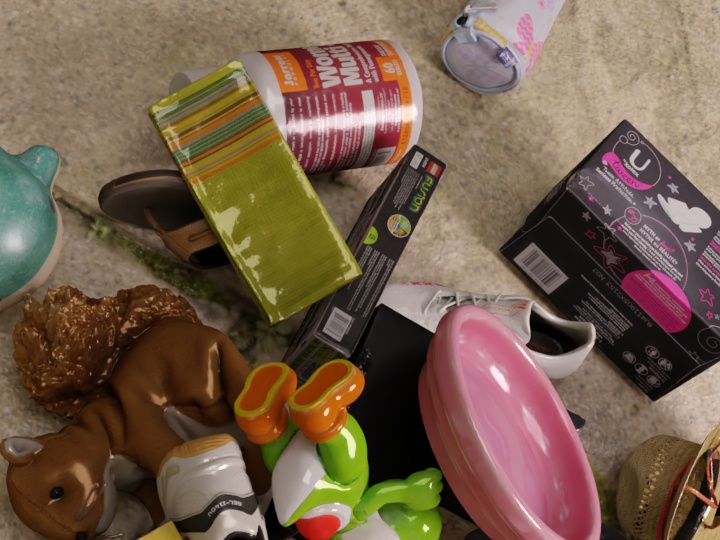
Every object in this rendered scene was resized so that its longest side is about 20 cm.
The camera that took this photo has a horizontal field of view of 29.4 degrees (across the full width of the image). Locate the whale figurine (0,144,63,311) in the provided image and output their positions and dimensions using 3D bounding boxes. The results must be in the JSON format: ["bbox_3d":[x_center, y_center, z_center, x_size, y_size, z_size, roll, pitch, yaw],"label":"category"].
[{"bbox_3d":[-0.306,-0.065,1.034,0.158,0.104,0.201,-22,65,-3],"label":"whale figurine"}]

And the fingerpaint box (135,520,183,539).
[{"bbox_3d":[-0.124,0.288,0.924,0.073,0.167,0.201,-26,78,-29],"label":"fingerpaint box"}]

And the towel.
[{"bbox_3d":[-0.083,-0.062,1.065,0.086,0.018,0.201,-30,80,0],"label":"towel"}]

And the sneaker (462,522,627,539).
[{"bbox_3d":[0.139,0.244,1.065,0.199,0.082,0.070,11,28,-42],"label":"sneaker"}]

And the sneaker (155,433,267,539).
[{"bbox_3d":[-0.102,0.202,0.951,0.075,0.201,0.088,-18,54,-14],"label":"sneaker"}]

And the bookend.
[{"bbox_3d":[0.049,0.167,1.090,0.199,0.092,0.200,29,62,-10],"label":"bookend"}]

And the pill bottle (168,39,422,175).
[{"bbox_3d":[-0.056,-0.134,1.169,0.198,0.110,0.110,-10,72,-26],"label":"pill bottle"}]

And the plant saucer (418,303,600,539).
[{"bbox_3d":[0.104,0.123,1.001,0.201,0.051,0.201,46,25,-29],"label":"plant saucer"}]

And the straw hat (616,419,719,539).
[{"bbox_3d":[0.266,0.189,1.168,0.085,0.202,0.201,19,51,34],"label":"straw hat"}]

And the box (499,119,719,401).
[{"bbox_3d":[0.249,-0.007,1.224,0.200,0.132,0.115,45,56,1],"label":"box"}]

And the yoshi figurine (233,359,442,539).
[{"bbox_3d":[-0.003,0.146,0.958,0.111,0.113,0.201,-25,116,-2],"label":"yoshi figurine"}]

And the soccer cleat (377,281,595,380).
[{"bbox_3d":[0.105,0.045,1.169,0.198,0.085,0.069,17,62,-15],"label":"soccer cleat"}]

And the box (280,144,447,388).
[{"bbox_3d":[0.000,0.000,1.133,0.035,0.110,0.201,31,60,-6],"label":"box"}]

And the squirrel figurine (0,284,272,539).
[{"bbox_3d":[-0.185,0.107,1.018,0.186,0.142,0.201,-27,65,-19],"label":"squirrel figurine"}]

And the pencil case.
[{"bbox_3d":[0.148,-0.262,1.322,0.091,0.083,0.201,46,56,-24],"label":"pencil case"}]

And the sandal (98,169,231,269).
[{"bbox_3d":[-0.118,-0.025,1.118,0.199,0.082,0.055,24,54,-19],"label":"sandal"}]
